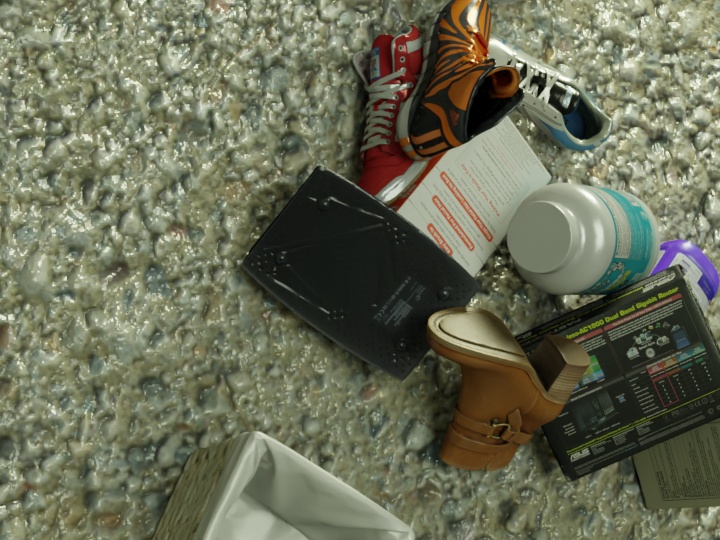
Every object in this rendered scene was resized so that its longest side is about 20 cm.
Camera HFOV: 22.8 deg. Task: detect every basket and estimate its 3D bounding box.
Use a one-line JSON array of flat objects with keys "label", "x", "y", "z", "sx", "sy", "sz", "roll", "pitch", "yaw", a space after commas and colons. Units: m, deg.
[{"label": "basket", "x": -0.075, "y": 0.247, "z": 1.582, "sx": 0.200, "sy": 0.123, "sz": 0.136, "roll": 36, "pitch": 64, "yaw": -26}]

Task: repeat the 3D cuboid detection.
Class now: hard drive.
[{"label": "hard drive", "x": 0.000, "y": 0.000, "z": 1.681, "sx": 0.200, "sy": 0.042, "sz": 0.135, "roll": 36, "pitch": 101, "yaw": -19}]

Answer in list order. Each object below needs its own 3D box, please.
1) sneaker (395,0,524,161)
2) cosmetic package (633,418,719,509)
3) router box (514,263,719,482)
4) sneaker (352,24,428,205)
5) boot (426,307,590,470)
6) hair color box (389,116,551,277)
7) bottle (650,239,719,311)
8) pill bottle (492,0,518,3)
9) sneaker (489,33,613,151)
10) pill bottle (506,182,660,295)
[{"label": "sneaker", "x": 0.114, "y": -0.192, "z": 1.712, "sx": 0.077, "sy": 0.112, "sz": 0.201, "roll": 40, "pitch": 55, "yaw": -34}, {"label": "cosmetic package", "x": 0.377, "y": 0.188, "z": 1.858, "sx": 0.071, "sy": 0.199, "sz": 0.106, "roll": -17, "pitch": 94, "yaw": -36}, {"label": "router box", "x": 0.266, "y": 0.104, "z": 1.809, "sx": 0.199, "sy": 0.062, "sz": 0.151, "roll": -24, "pitch": 101, "yaw": 9}, {"label": "sneaker", "x": 0.025, "y": -0.154, "z": 1.743, "sx": 0.113, "sy": 0.071, "sz": 0.201, "roll": 49, "pitch": 52, "yaw": -24}, {"label": "boot", "x": 0.114, "y": 0.123, "z": 1.721, "sx": 0.199, "sy": 0.155, "sz": 0.074, "roll": 17, "pitch": 31, "yaw": -32}, {"label": "hair color box", "x": 0.093, "y": -0.065, "z": 1.782, "sx": 0.111, "sy": 0.064, "sz": 0.200, "roll": 52, "pitch": 57, "yaw": -19}, {"label": "bottle", "x": 0.311, "y": 0.060, "z": 1.913, "sx": 0.084, "sy": 0.065, "sz": 0.200, "roll": 47, "pitch": 60, "yaw": -20}, {"label": "pill bottle", "x": 0.188, "y": -0.375, "z": 1.863, "sx": 0.117, "sy": 0.116, "sz": 0.200, "roll": 51, "pitch": 60, "yaw": -17}, {"label": "sneaker", "x": 0.182, "y": -0.191, "z": 1.858, "sx": 0.199, "sy": 0.072, "sz": 0.072, "roll": 30, "pitch": 69, "yaw": -26}, {"label": "pill bottle", "x": 0.219, "y": -0.031, "z": 1.795, "sx": 0.200, "sy": 0.110, "sz": 0.112, "roll": 2, "pitch": 81, "yaw": -60}]
